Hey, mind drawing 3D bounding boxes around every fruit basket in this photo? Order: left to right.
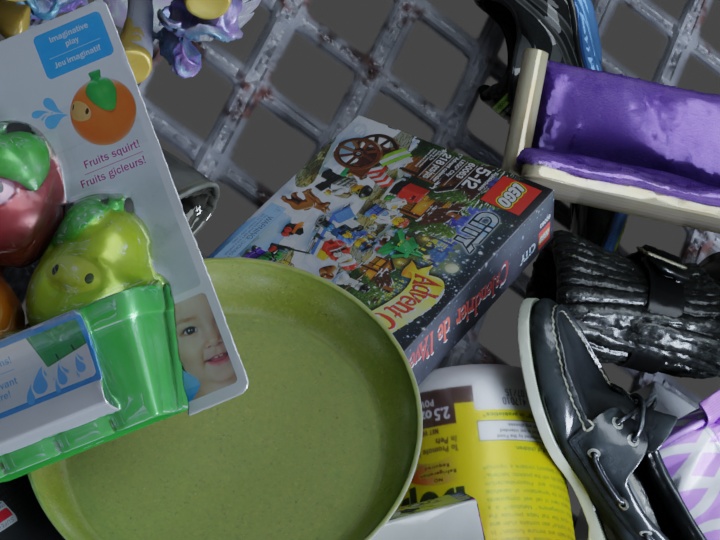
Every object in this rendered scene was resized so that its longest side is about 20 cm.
[{"bbox_3d":[-0.170,-0.003,1.150,0.094,0.185,0.200,-33,102,-79],"label":"fruit basket"}]

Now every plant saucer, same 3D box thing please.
[{"bbox_3d":[-0.069,0.083,1.217,0.200,0.031,0.200,1,55,-1],"label":"plant saucer"}]

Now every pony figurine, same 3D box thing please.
[{"bbox_3d":[-0.126,-0.180,1.315,0.193,0.167,0.200,4,33,-16],"label":"pony figurine"}]

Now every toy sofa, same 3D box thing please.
[{"bbox_3d":[0.185,-0.070,1.425,0.200,0.098,0.083,12,83,-1],"label":"toy sofa"}]

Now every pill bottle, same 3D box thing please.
[{"bbox_3d":[0.065,0.160,1.326,0.109,0.109,0.200,6,66,-31],"label":"pill bottle"}]

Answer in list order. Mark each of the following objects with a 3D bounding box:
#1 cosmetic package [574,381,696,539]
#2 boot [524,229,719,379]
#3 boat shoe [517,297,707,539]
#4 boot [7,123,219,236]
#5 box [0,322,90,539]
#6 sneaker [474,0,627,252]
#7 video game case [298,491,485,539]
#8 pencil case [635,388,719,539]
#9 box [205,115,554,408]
[{"bbox_3d":[0.195,0.189,1.435,0.151,0.052,0.200,32,56,-16],"label":"cosmetic package"},{"bbox_3d":[0.174,0.020,1.448,0.158,0.211,0.080,7,94,-2],"label":"boot"},{"bbox_3d":[0.145,0.100,1.321,0.200,0.066,0.075,69,26,-12],"label":"boat shoe"},{"bbox_3d":[-0.197,-0.053,1.235,0.200,0.073,0.182,43,51,12],"label":"boot"},{"bbox_3d":[-0.149,0.108,1.250,0.200,0.044,0.160,-35,90,-38],"label":"box"},{"bbox_3d":[0.118,-0.098,1.510,0.083,0.071,0.200,-13,80,-12],"label":"sneaker"},{"bbox_3d":[-0.009,0.229,1.222,0.181,0.036,0.200,-12,92,-11],"label":"video game case"},{"bbox_3d":[0.230,0.168,1.383,0.084,0.085,0.200,-33,88,-24],"label":"pencil case"},{"bbox_3d":[0.000,0.000,1.349,0.136,0.038,0.200,22,47,26],"label":"box"}]
